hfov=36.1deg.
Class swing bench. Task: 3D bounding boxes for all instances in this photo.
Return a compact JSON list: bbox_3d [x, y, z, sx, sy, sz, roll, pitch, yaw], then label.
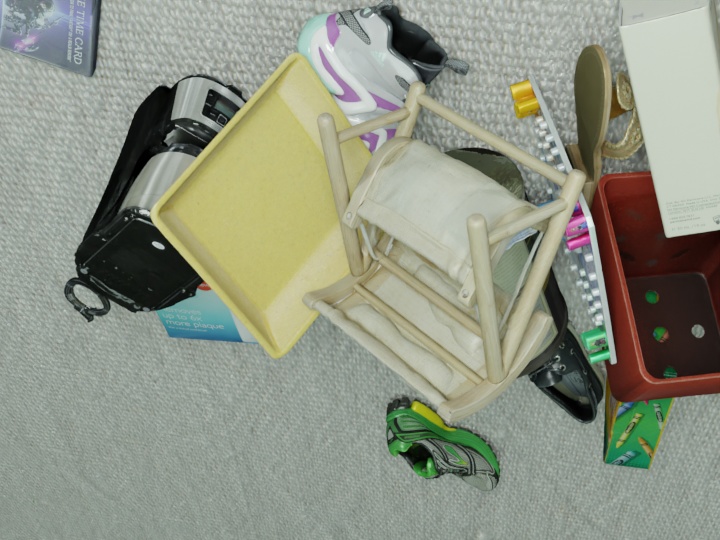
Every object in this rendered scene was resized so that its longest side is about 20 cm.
[{"bbox_3d":[0.061,-0.019,0.933,0.198,0.129,0.203,37,135,36],"label":"swing bench"}]

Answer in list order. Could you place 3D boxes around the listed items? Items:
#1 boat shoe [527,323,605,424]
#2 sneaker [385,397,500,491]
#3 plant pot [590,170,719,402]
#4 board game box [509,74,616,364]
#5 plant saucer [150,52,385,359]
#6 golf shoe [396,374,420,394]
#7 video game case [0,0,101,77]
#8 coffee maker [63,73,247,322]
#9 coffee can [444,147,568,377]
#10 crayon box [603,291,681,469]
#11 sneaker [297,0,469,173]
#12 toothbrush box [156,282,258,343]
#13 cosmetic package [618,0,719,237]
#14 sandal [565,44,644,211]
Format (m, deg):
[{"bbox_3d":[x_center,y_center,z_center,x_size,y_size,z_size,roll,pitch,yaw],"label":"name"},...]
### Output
[{"bbox_3d":[0.230,0.116,1.318,0.074,0.067,0.200,-14,134,30],"label":"boat shoe"},{"bbox_3d":[0.109,0.258,1.513,0.198,0.086,0.078,31,139,-23],"label":"sneaker"},{"bbox_3d":[0.318,0.032,1.070,0.196,0.203,0.177,-4,157,-8],"label":"plant pot"},{"bbox_3d":[0.187,-0.044,1.024,0.025,0.202,0.201,-16,137,5],"label":"board game box"},{"bbox_3d":[-0.078,-0.059,1.003,0.048,0.201,0.201,19,153,50],"label":"plant saucer"},{"bbox_3d":[0.070,0.119,1.342,0.090,0.077,0.199,-3,156,37],"label":"golf shoe"},{"bbox_3d":[-0.345,-0.269,1.050,0.197,0.019,0.144,17,142,-6],"label":"video game case"},{"bbox_3d":[-0.203,-0.075,1.099,0.189,0.202,0.135,-11,135,27],"label":"coffee maker"},{"bbox_3d":[0.122,-0.003,1.137,0.144,0.148,0.201,-6,139,22],"label":"coffee can"},{"bbox_3d":[0.319,0.122,1.257,0.057,0.120,0.202,6,141,8],"label":"crayon box"},{"bbox_3d":[0.043,-0.161,1.021,0.138,0.079,0.201,-11,136,28],"label":"sneaker"},{"bbox_3d":[-0.170,-0.006,1.259,0.144,0.086,0.201,4,144,12],"label":"toothbrush box"},{"bbox_3d":[0.271,-0.142,0.923,0.072,0.104,0.202,-8,124,22],"label":"cosmetic package"},{"bbox_3d":[0.236,-0.134,1.021,0.068,0.079,0.213,-9,147,-4],"label":"sandal"}]
